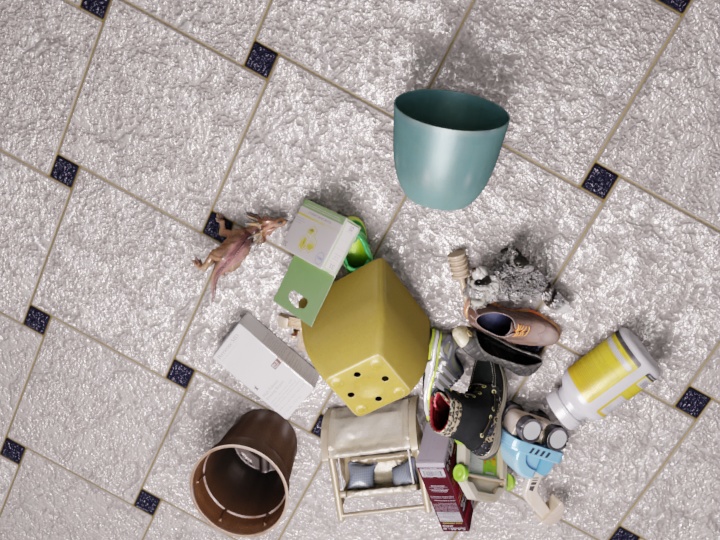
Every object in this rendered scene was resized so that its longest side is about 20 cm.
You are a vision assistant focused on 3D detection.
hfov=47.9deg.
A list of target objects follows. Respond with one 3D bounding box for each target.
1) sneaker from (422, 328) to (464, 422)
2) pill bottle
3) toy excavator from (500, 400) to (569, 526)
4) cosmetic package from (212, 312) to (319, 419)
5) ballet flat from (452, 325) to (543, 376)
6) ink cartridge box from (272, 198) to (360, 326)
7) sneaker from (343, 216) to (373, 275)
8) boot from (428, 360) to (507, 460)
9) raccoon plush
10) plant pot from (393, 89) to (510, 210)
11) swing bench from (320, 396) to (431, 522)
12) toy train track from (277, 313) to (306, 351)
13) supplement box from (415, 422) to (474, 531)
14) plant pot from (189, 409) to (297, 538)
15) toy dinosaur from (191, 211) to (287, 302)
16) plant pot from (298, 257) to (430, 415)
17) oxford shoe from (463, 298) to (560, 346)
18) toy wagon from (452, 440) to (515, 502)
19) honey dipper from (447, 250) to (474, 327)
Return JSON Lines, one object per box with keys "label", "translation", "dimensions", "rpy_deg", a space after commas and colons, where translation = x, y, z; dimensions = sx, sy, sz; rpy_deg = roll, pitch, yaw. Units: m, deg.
{"label": "sneaker", "translation": [0.163, 0.213, 1.591], "dimensions": [0.079, 0.074, 0.203], "rpy_deg": [3, 110, 3]}
{"label": "pill bottle", "translation": [0.451, 0.208, 1.521], "dimensions": [0.199, 0.112, 0.112], "rpy_deg": [-41, 98, 18]}
{"label": "toy excavator", "translation": [0.334, 0.380, 1.577], "dimensions": [0.192, 0.100, 0.203], "rpy_deg": [20, 96, -20]}
{"label": "cosmetic package", "translation": [-0.189, 0.192, 1.638], "dimensions": [0.199, 0.074, 0.102], "rpy_deg": [39, 108, -6]}
{"label": "ballet flat", "translation": [0.258, 0.145, 1.537], "dimensions": [0.198, 0.067, 0.057], "rpy_deg": [24, 136, -22]}
{"label": "ink cartridge box", "translation": [-0.096, -0.018, 1.495], "dimensions": [0.048, 0.145, 0.202], "rpy_deg": [29, 89, -41]}
{"label": "sneaker", "translation": [0.000, 0.000, 1.540], "dimensions": [0.073, 0.084, 0.202], "rpy_deg": [-19, 108, 15]}
{"label": "boot", "translation": [0.200, 0.233, 1.508], "dimensions": [0.073, 0.207, 0.153], "rpy_deg": [-19, 143, 42]}
{"label": "raccoon plush", "translation": [0.284, 0.051, 1.494], "dimensions": [0.200, 0.097, 0.134], "rpy_deg": [44, 97, -6]}
{"label": "plant pot", "translation": [0.145, -0.203, 1.404], "dimensions": [0.197, 0.201, 0.163], "rpy_deg": [11, 121, 5]}
{"label": "swing bench", "translation": [0.035, 0.376, 1.630], "dimensions": [0.196, 0.130, 0.203], "rpy_deg": [-10, 106, 13]}
{"label": "toy train track", "translation": [-0.070, 0.122, 1.617], "dimensions": [0.197, 0.033, 0.117], "rpy_deg": [11, 109, 4]}
{"label": "supplement box", "translation": [0.172, 0.407, 1.597], "dimensions": [0.060, 0.109, 0.202], "rpy_deg": [-6, 125, 23]}
{"label": "plant pot", "translation": [-0.217, 0.394, 1.638], "dimensions": [0.197, 0.198, 0.204], "rpy_deg": [3, 107, 9]}
{"label": "toy dinosaur", "translation": [-0.236, -0.040, 1.533], "dimensions": [0.134, 0.202, 0.086], "rpy_deg": [-2, 142, 48]}
{"label": "plant pot", "translation": [0.013, 0.141, 1.478], "dimensions": [0.194, 0.201, 0.195], "rpy_deg": [-27, 124, 18]}
{"label": "oxford shoe", "translation": [0.291, 0.110, 1.526], "dimensions": [0.197, 0.073, 0.072], "rpy_deg": [14, 107, -10]}
{"label": "toy wagon", "translation": [0.242, 0.347, 1.590], "dimensions": [0.154, 0.203, 0.039], "rpy_deg": [21, 154, -38]}
{"label": "honey dipper", "translation": [0.205, 0.062, 1.554], "dimensions": [0.037, 0.038, 0.203], "rpy_deg": [-11, 107, 12]}
